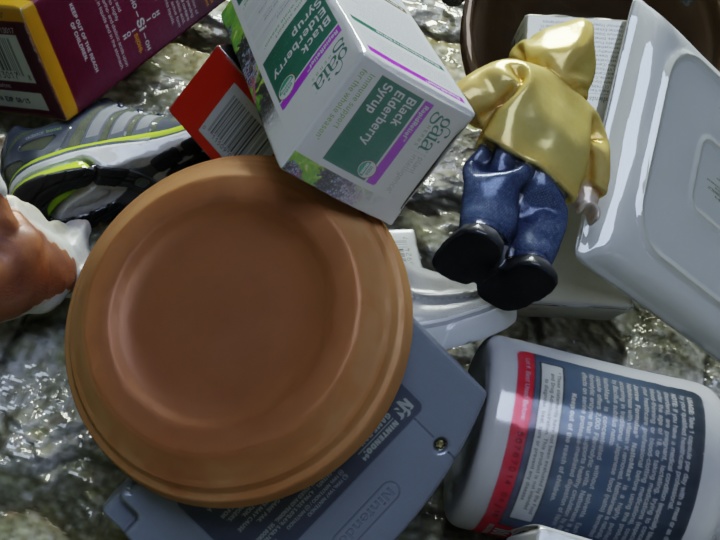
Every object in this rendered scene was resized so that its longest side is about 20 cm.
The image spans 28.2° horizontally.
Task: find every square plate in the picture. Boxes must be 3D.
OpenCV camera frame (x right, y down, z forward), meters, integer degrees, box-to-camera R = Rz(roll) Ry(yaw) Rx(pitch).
[{"bbox_3d":[0.233,-0.055,0.979,0.200,0.028,0.199,32,64,-35],"label":"square plate"}]

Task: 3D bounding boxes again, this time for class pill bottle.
[{"bbox_3d":[0.160,0.118,0.871,0.199,0.120,0.120,13,52,-4],"label":"pill bottle"}]

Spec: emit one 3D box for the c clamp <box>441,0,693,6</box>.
[{"bbox_3d":[0.097,-0.210,0.960,0.199,0.027,0.171,-13,38,-30],"label":"c clamp"}]

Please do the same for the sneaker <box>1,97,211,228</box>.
[{"bbox_3d":[-0.152,-0.088,0.978,0.199,0.074,0.081,-14,53,-27],"label":"sneaker"}]

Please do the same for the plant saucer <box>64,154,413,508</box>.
[{"bbox_3d":[-0.072,0.027,0.779,0.199,0.037,0.201,-4,70,12],"label":"plant saucer"}]

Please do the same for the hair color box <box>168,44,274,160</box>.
[{"bbox_3d":[-0.028,-0.100,0.959,0.102,0.061,0.200,48,26,11],"label":"hair color box"}]

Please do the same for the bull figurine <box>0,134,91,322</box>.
[{"bbox_3d":[-0.244,-0.007,0.860,0.200,0.122,0.065,-32,23,-36],"label":"bull figurine"}]

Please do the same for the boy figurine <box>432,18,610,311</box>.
[{"bbox_3d":[0.100,-0.081,0.882,0.124,0.064,0.201,27,57,-16],"label":"boy figurine"}]

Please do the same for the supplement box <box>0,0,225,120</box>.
[{"bbox_3d":[-0.189,-0.195,1.008,0.110,0.086,0.200,11,42,37],"label":"supplement box"}]

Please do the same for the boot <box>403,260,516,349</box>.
[{"bbox_3d":[0.000,0.000,0.858,0.199,0.096,0.074,-7,12,-19],"label":"boot"}]

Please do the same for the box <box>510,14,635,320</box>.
[{"bbox_3d":[0.143,-0.069,0.982,0.082,0.068,0.201,4,82,-3],"label":"box"}]

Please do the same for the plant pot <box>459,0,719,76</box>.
[{"bbox_3d":[0.170,-0.166,1.079,0.200,0.093,0.202,0,82,-3],"label":"plant pot"}]

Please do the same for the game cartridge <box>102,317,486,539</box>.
[{"bbox_3d":[-0.030,0.107,0.812,0.200,0.042,0.133,-45,102,-5],"label":"game cartridge"}]

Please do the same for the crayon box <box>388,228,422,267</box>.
[{"bbox_3d":[-0.053,0.038,0.920,0.199,0.052,0.126,-1,55,-16],"label":"crayon box"}]

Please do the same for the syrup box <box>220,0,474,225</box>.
[{"bbox_3d":[-0.013,-0.121,0.827,0.081,0.079,0.200,26,23,-28],"label":"syrup box"}]

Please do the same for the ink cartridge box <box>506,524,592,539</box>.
[{"bbox_3d":[0.166,0.237,0.781,0.199,0.086,0.148,16,74,-4],"label":"ink cartridge box"}]
